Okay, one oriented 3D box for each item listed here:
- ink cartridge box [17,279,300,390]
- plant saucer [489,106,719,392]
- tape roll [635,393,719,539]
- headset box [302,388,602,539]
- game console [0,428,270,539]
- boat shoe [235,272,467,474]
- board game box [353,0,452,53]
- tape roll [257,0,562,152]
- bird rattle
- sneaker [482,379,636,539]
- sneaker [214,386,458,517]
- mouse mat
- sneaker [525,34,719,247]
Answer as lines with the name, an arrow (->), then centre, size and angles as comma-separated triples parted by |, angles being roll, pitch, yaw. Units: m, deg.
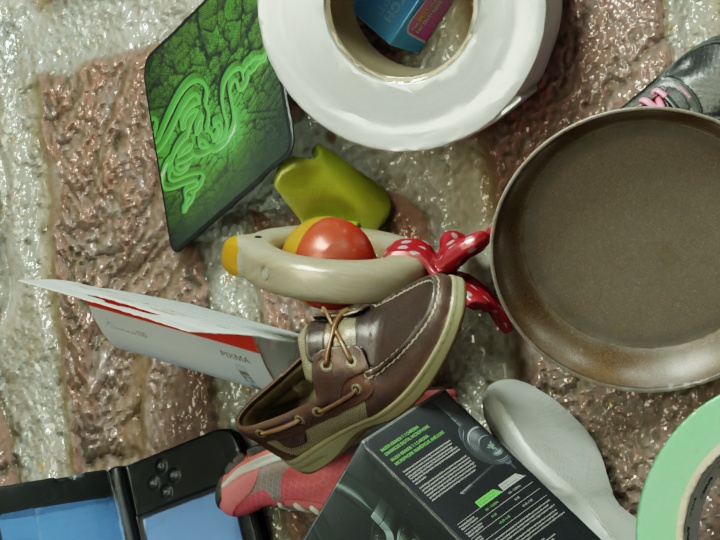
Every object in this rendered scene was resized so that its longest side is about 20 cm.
ink cartridge box -> -0.122, 0.051, 1.663 | 0.160, 0.200, 0.047 | 15, 93, 34
plant saucer -> 0.182, -0.016, 1.515 | 0.200, 0.032, 0.201 | 3, 116, 6
tape roll -> 0.270, 0.165, 1.458 | 0.200, 0.048, 0.201 | -3, 81, 19
headset box -> 0.054, 0.203, 1.543 | 0.200, 0.093, 0.174 | 43, 132, 17
game console -> -0.160, 0.230, 1.722 | 0.176, 0.116, 0.201 | -23, 74, 30
boat shoe -> -0.010, 0.061, 1.552 | 0.200, 0.072, 0.072 | -41, 32, 40
board game box -> 0.037, -0.279, 1.686 | 0.153, 0.040, 0.200 | 43, 108, 28
tape roll -> 0.035, -0.182, 1.617 | 0.202, 0.071, 0.203 | 2, 100, 13
bird rattle -> 0.000, 0.000, 1.623 | 0.200, 0.163, 0.113 | 29, 119, 41
sneaker -> 0.129, 0.166, 1.570 | 0.089, 0.075, 0.200 | -51, 62, 32
sneaker -> -0.015, 0.148, 1.657 | 0.200, 0.074, 0.087 | -23, 77, 25
mouse mat -> -0.106, -0.120, 1.730 | 0.200, 0.008, 0.161 | -38, 57, 53
sneaker -> 0.176, -0.077, 1.544 | 0.200, 0.095, 0.079 | -46, 60, 20
